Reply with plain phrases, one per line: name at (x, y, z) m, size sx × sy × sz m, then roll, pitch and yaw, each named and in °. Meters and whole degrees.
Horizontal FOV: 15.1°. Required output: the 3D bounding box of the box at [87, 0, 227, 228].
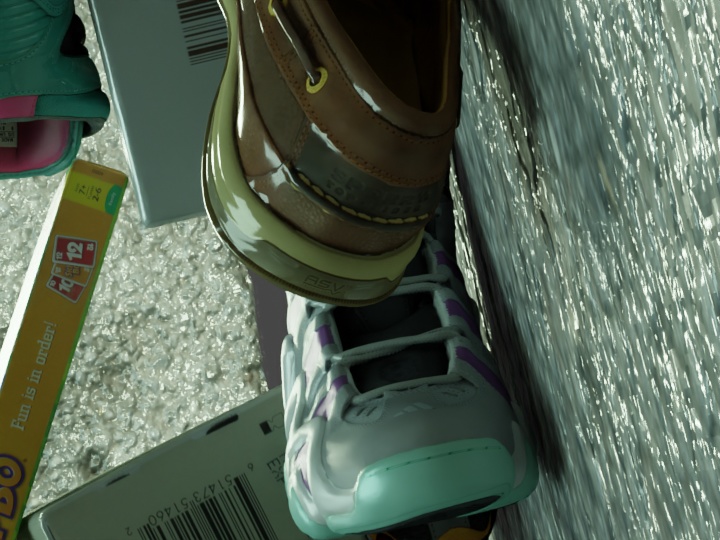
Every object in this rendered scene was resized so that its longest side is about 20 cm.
box at (-0.053, -0.120, 1.022) m, size 0.200 × 0.106 × 0.153 m, roll -115°, pitch 11°, yaw -74°

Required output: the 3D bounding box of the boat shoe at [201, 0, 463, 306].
boat shoe at (-0.003, -0.086, 0.704) m, size 0.068 × 0.072 × 0.201 m, roll -52°, pitch 32°, yaw 42°

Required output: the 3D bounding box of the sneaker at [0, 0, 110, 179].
sneaker at (-0.138, -0.095, 1.005) m, size 0.200 × 0.083 × 0.121 m, roll -119°, pitch 25°, yaw -72°

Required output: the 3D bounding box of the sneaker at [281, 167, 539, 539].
sneaker at (0.000, 0.000, 0.837) m, size 0.200 × 0.077 × 0.141 m, roll -143°, pitch 42°, yaw -80°

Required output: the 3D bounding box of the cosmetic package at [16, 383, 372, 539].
cosmetic package at (-0.070, 0.102, 1.015) m, size 0.073 × 0.103 × 0.200 m, roll 62°, pitch 168°, yaw 2°

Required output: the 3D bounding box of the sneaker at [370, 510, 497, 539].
sneaker at (0.014, 0.089, 1.032) m, size 0.200 × 0.078 × 0.078 m, roll 88°, pitch 164°, yaw -72°

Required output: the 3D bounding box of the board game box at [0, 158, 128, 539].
board game box at (-0.129, 0.062, 1.005) m, size 0.096 × 0.030 × 0.201 m, roll 148°, pitch 137°, yaw -77°
